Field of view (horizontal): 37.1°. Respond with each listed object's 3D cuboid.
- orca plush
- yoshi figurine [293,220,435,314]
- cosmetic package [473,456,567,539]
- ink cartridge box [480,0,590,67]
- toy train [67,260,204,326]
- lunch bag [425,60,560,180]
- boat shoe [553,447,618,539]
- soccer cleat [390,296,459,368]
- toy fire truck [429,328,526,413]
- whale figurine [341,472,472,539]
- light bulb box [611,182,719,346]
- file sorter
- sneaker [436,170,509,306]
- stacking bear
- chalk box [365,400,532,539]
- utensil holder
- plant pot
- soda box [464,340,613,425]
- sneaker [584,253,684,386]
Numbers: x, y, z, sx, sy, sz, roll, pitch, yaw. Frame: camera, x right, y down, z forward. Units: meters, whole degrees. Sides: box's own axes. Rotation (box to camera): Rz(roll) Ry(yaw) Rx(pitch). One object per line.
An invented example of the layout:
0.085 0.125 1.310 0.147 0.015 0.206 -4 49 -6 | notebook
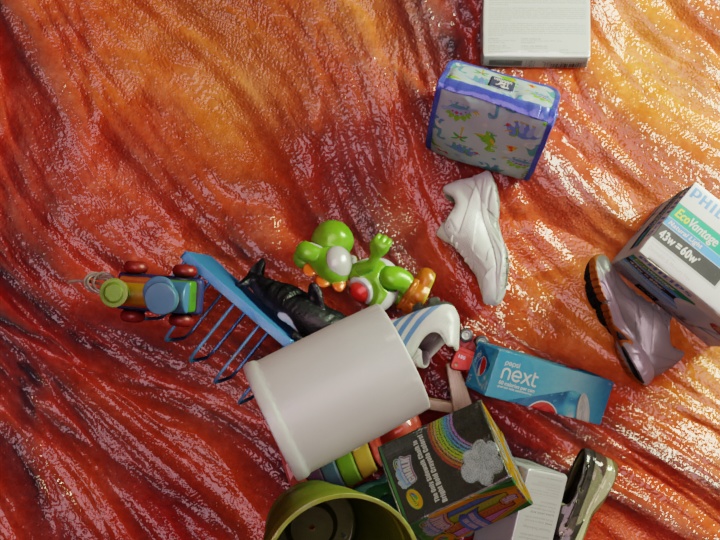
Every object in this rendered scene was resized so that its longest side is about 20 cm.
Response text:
-0.075 0.039 1.526 0.200 0.105 0.071 41 121 25 | orca plush
0.005 -0.015 1.554 0.199 0.112 0.113 20 109 -6 | yoshi figurine
0.216 0.370 1.513 0.074 0.102 0.201 14 88 -23 | cosmetic package
0.262 -0.406 1.613 0.162 0.050 0.201 2 77 4 | ink cartridge box
-0.320 0.029 1.439 0.199 0.116 0.085 5 91 8 | toy train
0.186 -0.218 1.519 0.169 0.200 0.128 17 87 5 | lunch bag
0.292 0.346 1.530 0.065 0.073 0.200 33 78 -7 | boat shoe
0.053 0.107 1.529 0.200 0.070 0.087 -25 60 29 | soccer cleat
0.146 0.157 1.567 0.199 0.049 0.141 24 88 4 | toy fire truck
0.063 0.359 1.528 0.199 0.104 0.160 -8 85 0 | whale figurine
0.476 -0.002 1.486 0.198 0.200 0.125 40 88 6 | light bulb box
-0.197 0.084 1.549 0.200 0.139 0.123 39 93 6 | file sorter
0.163 -0.042 1.576 0.099 0.078 0.201 -9 76 9 | sneaker
-0.006 0.249 1.519 0.199 0.122 0.114 -20 116 2 | stacking bear
0.108 0.286 1.442 0.200 0.124 0.125 -26 55 9 | chalk box
-0.032 0.155 1.417 0.200 0.170 0.170 -27 85 -6 | utensil holder
-0.046 0.357 1.378 0.200 0.193 0.201 -1 95 -15 | plant pot
0.253 0.159 1.510 0.199 0.064 0.068 16 92 -23 | soda box
0.397 0.061 1.556 0.092 0.076 0.201 -26 92 -7 | sneaker
